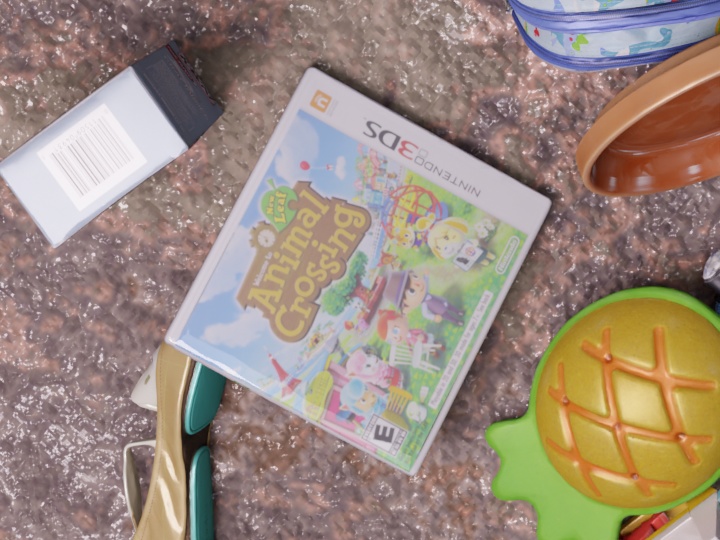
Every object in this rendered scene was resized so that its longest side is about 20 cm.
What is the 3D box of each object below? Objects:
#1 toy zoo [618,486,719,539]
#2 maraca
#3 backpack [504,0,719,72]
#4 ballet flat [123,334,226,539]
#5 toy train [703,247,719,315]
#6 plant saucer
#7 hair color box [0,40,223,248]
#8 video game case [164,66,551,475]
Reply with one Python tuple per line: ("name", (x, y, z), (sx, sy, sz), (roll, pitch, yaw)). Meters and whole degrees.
("toy zoo", (0.170, 0.197, 1.375), (0.200, 0.131, 0.021), (-39, 98, 8))
("maraca", (0.164, 0.098, 1.372), (0.137, 0.107, 0.200), (48, 117, 11))
("backpack", (0.159, -0.203, 1.263), (0.181, 0.200, 0.148), (-9, 117, 2))
("ballet flat", (-0.125, 0.105, 1.402), (0.062, 0.069, 0.202), (8, 100, 15))
("toy train", (0.315, 0.031, 1.364), (0.199, 0.087, 0.115), (37, 94, -5))
("plant saucer", (0.221, -0.103, 1.290), (0.199, 0.200, 0.033), (-23, 73, 6))
("hair color box", (-0.146, -0.080, 1.296), (0.099, 0.200, 0.061), (-35, 98, 8))
("video game case", (0.000, 0.000, 1.365), (0.181, 0.022, 0.201), (28, 81, -4))
